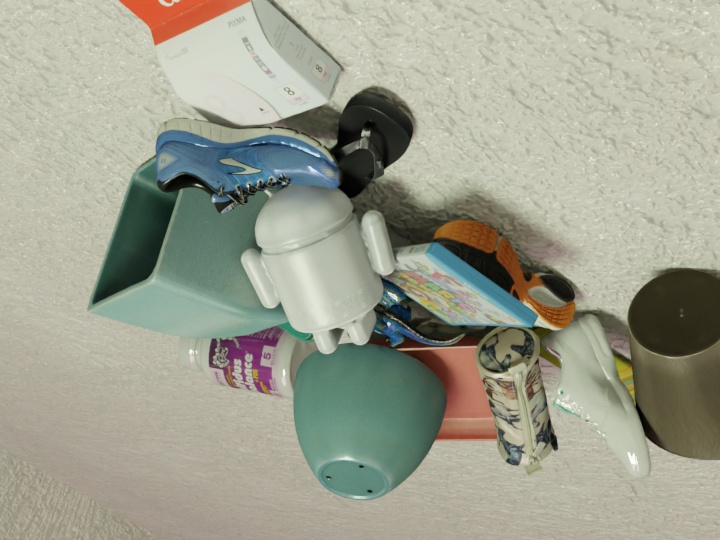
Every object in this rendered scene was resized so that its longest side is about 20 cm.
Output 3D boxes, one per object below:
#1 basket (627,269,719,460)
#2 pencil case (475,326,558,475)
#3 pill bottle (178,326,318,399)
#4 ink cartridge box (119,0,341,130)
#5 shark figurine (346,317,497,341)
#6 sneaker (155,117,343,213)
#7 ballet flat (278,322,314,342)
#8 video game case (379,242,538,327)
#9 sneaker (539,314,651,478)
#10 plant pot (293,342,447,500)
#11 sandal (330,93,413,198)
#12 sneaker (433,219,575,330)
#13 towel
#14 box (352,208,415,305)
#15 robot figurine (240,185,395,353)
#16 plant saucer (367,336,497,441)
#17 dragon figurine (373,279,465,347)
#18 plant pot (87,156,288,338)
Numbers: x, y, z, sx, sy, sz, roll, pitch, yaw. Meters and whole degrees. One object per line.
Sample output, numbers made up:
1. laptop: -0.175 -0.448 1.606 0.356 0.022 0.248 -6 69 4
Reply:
1. basket: 0.373 0.102 1.188 0.179 0.137 0.200 -3 143 27
2. pencil case: 0.190 0.154 1.299 0.077 0.090 0.201 -25 133 -7
3. pill bottle: -0.172 0.125 1.632 0.199 0.113 0.112 7 151 24
4. ink cartridge box: -0.141 -0.217 1.033 0.162 0.057 0.200 -10 146 46
5. shark figurine: 0.090 0.107 1.430 0.213 0.090 0.128 1 172 2
6. sneaker: -0.116 -0.097 1.105 0.199 0.090 0.079 5 164 8
7. ballet flat: -0.117 0.037 1.464 0.199 0.068 0.070 31 -163 27
8. video game case: 0.093 0.019 1.200 0.143 0.018 0.200 35 166 -16
9. sneaker: 0.275 0.158 1.277 0.088 0.201 0.075 -21 160 2
10. plant pot: 0.002 0.206 1.354 0.199 0.135 0.201 7 138 7
11. sandal: 0.000 -0.117 1.126 0.076 0.043 0.200 23 154 -6
12. sneaker: 0.150 0.014 1.243 0.200 0.076 0.092 34 155 -24
13. towel: 0.301 0.119 1.398 0.199 0.018 0.086 31 146 -19
14. box: 0.000 0.000 1.359 0.144 0.037 0.200 30 153 -19
15. robot figurine: -0.045 -0.012 1.181 0.169 0.113 0.201 -18 106 13
16. plant saucer: 0.088 0.151 1.400 0.199 0.037 0.200 -3 136 18
17. dragon figurine: 0.022 0.046 1.296 0.199 0.059 0.099 28 171 21
18. plant pot: -0.174 -0.017 1.285 0.199 0.197 0.196 27 154 -28
